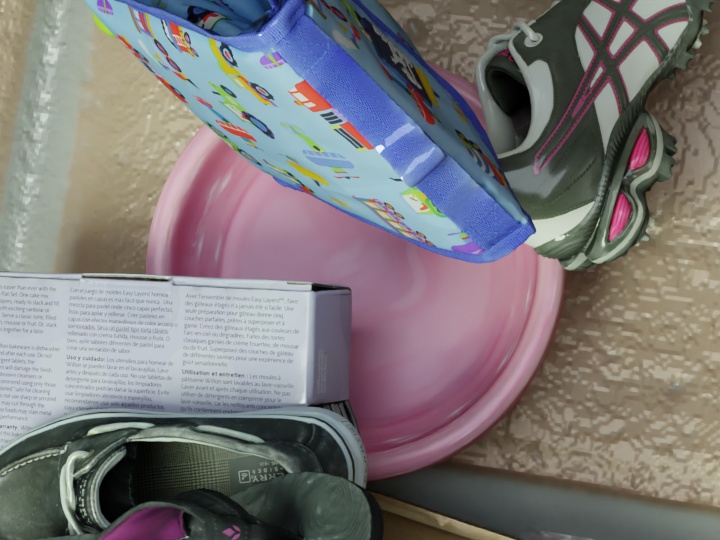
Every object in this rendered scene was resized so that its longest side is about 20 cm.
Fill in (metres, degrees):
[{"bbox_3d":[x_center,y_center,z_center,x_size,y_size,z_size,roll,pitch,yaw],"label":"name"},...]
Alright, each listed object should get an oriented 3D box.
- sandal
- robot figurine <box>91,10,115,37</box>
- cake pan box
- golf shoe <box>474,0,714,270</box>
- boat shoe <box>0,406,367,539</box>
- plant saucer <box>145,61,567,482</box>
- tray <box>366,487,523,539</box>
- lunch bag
[{"bbox_3d":[-0.084,0.124,0.881,0.199,0.048,0.076,-17,58,25],"label":"sandal"},{"bbox_3d":[-0.084,-0.188,1.074,0.199,0.116,0.176,0,57,14],"label":"robot figurine"},{"bbox_3d":[-0.096,0.093,1.026,0.199,0.052,0.186,1,92,24],"label":"cake pan box"},{"bbox_3d":[0.103,-0.101,1.011,0.088,0.077,0.201,23,65,-16],"label":"golf shoe"},{"bbox_3d":[-0.097,0.090,0.960,0.199,0.071,0.073,-14,85,25],"label":"boat shoe"},{"bbox_3d":[0.000,0.000,1.063,0.199,0.051,0.202,-2,79,12],"label":"plant saucer"},{"bbox_3d":[-0.008,0.150,1.056,0.199,0.037,0.099,17,87,15],"label":"tray"},{"bbox_3d":[-0.018,-0.077,0.928,0.094,0.151,0.200,-46,33,2],"label":"lunch bag"}]
